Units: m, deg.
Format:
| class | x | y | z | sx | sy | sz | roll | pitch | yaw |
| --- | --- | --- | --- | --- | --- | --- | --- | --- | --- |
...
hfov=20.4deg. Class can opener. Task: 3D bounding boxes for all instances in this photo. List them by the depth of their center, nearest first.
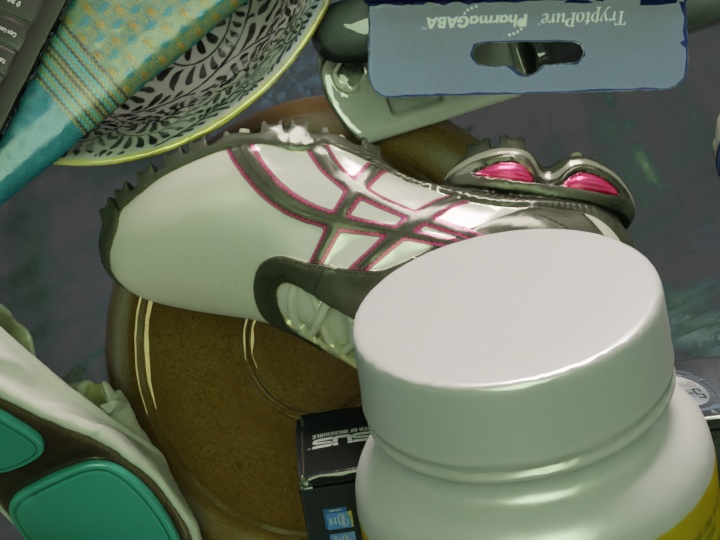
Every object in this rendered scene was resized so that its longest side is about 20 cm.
| class | x | y | z | sx | sy | sz | roll | pitch | yaw |
| --- | --- | --- | --- | --- | --- | --- | --- | --- | --- |
| can opener | 0.076 | -0.100 | 0.781 | 0.198 | 0.066 | 0.053 | -18 | 91 | -15 |

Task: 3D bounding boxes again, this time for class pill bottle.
| class | x | y | z | sx | sy | sz | roll | pitch | yaw |
| --- | --- | --- | --- | --- | --- | --- | --- | --- | --- |
| pill bottle | 0.061 | 0.097 | 0.638 | 0.113 | 0.115 | 0.202 | -10 | 117 | 2 |

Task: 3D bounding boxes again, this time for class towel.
| class | x | y | z | sx | sy | sz | roll | pitch | yaw |
| --- | --- | --- | --- | --- | --- | --- | --- | --- | --- |
| towel | -0.121 | -0.121 | 0.724 | 0.200 | 0.022 | 0.147 | -39 | 81 | -4 |

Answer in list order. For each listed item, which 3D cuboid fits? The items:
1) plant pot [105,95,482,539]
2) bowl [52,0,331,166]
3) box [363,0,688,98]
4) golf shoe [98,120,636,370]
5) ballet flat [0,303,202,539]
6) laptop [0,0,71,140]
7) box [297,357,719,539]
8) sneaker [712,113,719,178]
| class | x | y | z | sx | sy | sz | roll | pitch | yaw |
| --- | --- | --- | --- | --- | --- | --- | --- | --- | --- |
| plant pot | -0.014 | 0.028 | 0.794 | 0.198 | 0.027 | 0.202 | -1 | 85 | 16 |
| bowl | -0.093 | -0.132 | 0.783 | 0.199 | 0.094 | 0.203 | -1 | 82 | 8 |
| box | 0.058 | -0.164 | 0.712 | 0.120 | 0.032 | 0.202 | -2 | 91 | 2 |
| golf shoe | 0.000 | 0.000 | 0.714 | 0.198 | 0.078 | 0.089 | 0 | 48 | 6 |
| ballet flat | -0.120 | 0.057 | 0.753 | 0.069 | 0.200 | 0.070 | -20 | 48 | 24 |
| laptop | -0.200 | -0.101 | 0.662 | 0.176 | 0.103 | 0.201 | 25 | 82 | 7 |
| box | 0.067 | 0.139 | 0.755 | 0.159 | 0.044 | 0.202 | -7 | 117 | 0 |
| sneaker | 0.229 | -0.018 | 0.731 | 0.198 | 0.090 | 0.079 | 3 | 134 | 4 |
